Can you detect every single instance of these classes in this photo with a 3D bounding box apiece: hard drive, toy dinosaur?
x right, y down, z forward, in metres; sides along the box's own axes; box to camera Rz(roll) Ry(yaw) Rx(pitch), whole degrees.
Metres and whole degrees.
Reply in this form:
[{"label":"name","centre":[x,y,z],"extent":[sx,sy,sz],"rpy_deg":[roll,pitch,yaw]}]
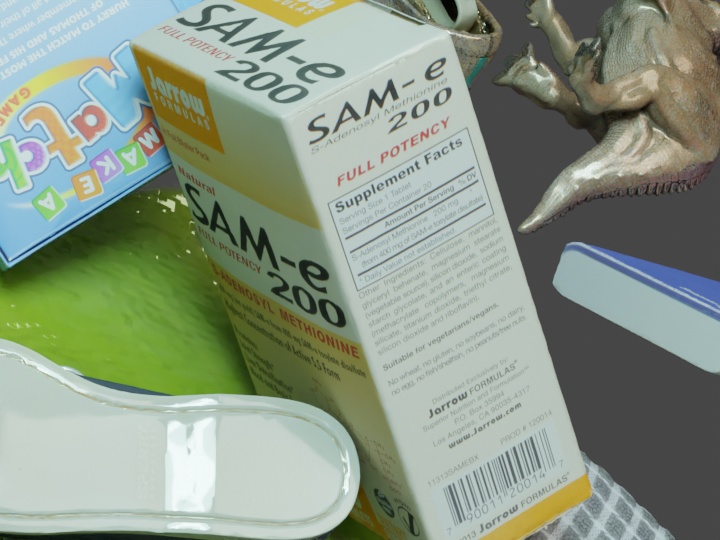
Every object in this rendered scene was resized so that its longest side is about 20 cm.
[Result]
[{"label":"hard drive","centre":[0.200,0.036,1.324],"extent":[0.200,0.132,0.025],"rpy_deg":[15,98,-32]},{"label":"toy dinosaur","centre":[0.143,-0.082,1.376],"extent":[0.136,0.086,0.200],"rpy_deg":[40,50,-22]}]

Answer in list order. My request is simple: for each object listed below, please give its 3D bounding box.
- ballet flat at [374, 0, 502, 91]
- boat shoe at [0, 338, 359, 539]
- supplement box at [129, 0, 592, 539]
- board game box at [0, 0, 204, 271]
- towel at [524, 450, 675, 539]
[{"label":"ballet flat","centre":[0.003,-0.166,1.321],"extent":[0.068,0.067,0.200],"rpy_deg":[-24,80,-46]},{"label":"boat shoe","centre":[-0.102,0.067,1.082],"extent":[0.200,0.062,0.075],"rpy_deg":[4,70,-14]},{"label":"supplement box","centre":[0.000,0.000,1.102],"extent":[0.073,0.126,0.200],"rpy_deg":[-29,118,-20]},{"label":"board game box","centre":[-0.124,-0.123,1.142],"extent":[0.151,0.037,0.200],"rpy_deg":[-32,91,-11]},{"label":"towel","centre":[0.089,0.186,1.152],"extent":[0.166,0.086,0.200],"rpy_deg":[45,44,-7]}]
